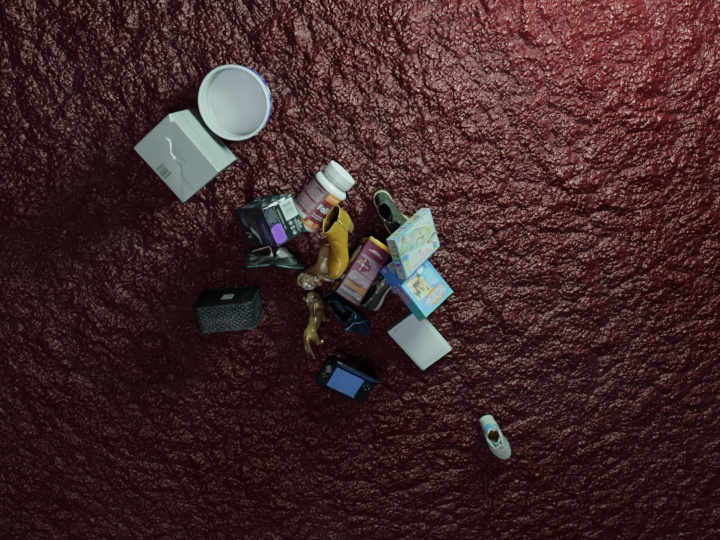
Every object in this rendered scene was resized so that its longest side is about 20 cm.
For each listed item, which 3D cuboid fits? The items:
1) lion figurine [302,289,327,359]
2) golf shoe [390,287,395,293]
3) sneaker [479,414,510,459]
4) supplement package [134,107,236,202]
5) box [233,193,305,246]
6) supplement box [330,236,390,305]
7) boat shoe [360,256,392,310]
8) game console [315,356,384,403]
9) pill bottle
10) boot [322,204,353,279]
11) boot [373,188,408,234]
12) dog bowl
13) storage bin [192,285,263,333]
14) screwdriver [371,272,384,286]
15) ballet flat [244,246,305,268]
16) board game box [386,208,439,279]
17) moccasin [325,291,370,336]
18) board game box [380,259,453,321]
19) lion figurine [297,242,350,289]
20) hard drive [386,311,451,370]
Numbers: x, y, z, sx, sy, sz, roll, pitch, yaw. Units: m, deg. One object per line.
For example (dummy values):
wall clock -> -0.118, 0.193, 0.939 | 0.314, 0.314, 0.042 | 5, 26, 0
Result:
lion figurine -> -0.154, 0.175, 1.672 | 0.072, 0.202, 0.123 | -3, 147, 7
golf shoe -> 0.196, 0.034, 1.664 | 0.197, 0.078, 0.098 | 7, 106, -4
sneaker -> 0.503, 0.636, 1.897 | 0.076, 0.081, 0.201 | -29, 110, 10
supplement package -> -0.489, -0.332, 1.452 | 0.146, 0.200, 0.192 | -35, 107, 14
box -> -0.271, -0.150, 1.516 | 0.106, 0.199, 0.123 | -33, 114, -30
supplement box -> 0.000, 0.000, 1.592 | 0.085, 0.110, 0.201 | 34, 83, -12
boat shoe -> 0.061, 0.041, 1.660 | 0.060, 0.072, 0.203 | 12, 115, -28
game console -> -0.041, 0.391, 1.784 | 0.198, 0.117, 0.177 | 28, 109, -10
pill bottle -> -0.117, -0.222, 1.539 | 0.114, 0.114, 0.200 | 39, 108, -14
boot -> -0.082, -0.085, 1.539 | 0.070, 0.144, 0.203 | 12, 81, 23
boot -> 0.103, -0.142, 1.557 | 0.077, 0.139, 0.200 | -37, 108, 14
dog bowl -> -0.354, -0.479, 1.457 | 0.197, 0.079, 0.202 | 0, 112, 0
storage bin -> -0.430, 0.125, 1.668 | 0.197, 0.135, 0.095 | -6, 112, 3
screwdriver -> 0.007, 0.057, 1.654 | 0.199, 0.029, 0.028 | -33, 67, 39
ballet flat -> -0.277, -0.043, 1.641 | 0.197, 0.068, 0.069 | 2, 100, 0
board game box -> 0.164, -0.084, 1.555 | 0.034, 0.200, 0.136 | 4, 124, 42
moccasin -> -0.047, 0.160, 1.716 | 0.199, 0.068, 0.081 | 39, 107, -14
board game box -> 0.176, 0.035, 1.594 | 0.201, 0.152, 0.045 | 52, 145, 4
lion figurine -> -0.119, -0.021, 1.653 | 0.121, 0.072, 0.202 | 25, 96, 4
hard drive -> 0.204, 0.239, 1.769 | 0.132, 0.027, 0.200 | -38, 106, 14
